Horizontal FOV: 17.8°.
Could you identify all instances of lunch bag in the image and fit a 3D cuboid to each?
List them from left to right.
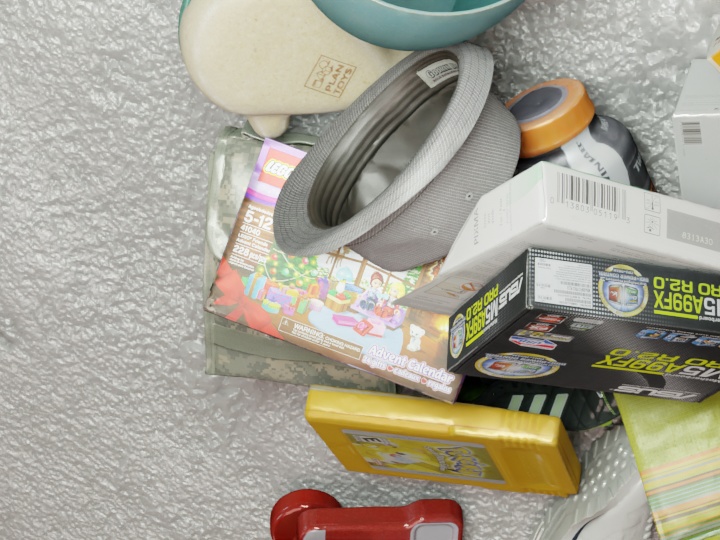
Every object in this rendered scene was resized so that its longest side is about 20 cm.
[{"bbox_3d":[-0.035,-0.014,1.781,0.163,0.118,0.201,7,123,9],"label":"lunch bag"}]

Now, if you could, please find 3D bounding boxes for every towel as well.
[{"bbox_3d":[0.241,0.115,1.736,0.086,0.201,0.018,-21,160,12],"label":"towel"}]

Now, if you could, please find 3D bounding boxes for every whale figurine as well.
[{"bbox_3d":[-0.038,-0.171,1.698,0.199,0.104,0.159,18,118,-22],"label":"whale figurine"}]

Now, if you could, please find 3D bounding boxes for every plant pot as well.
[{"bbox_3d":[0.033,-0.230,1.575,0.199,0.201,0.135,26,155,1],"label":"plant pot"}]

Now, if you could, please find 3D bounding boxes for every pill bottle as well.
[{"bbox_3d":[0.168,-0.041,1.692,0.106,0.106,0.200,-13,119,28],"label":"pill bottle"}]

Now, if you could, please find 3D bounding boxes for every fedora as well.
[{"bbox_3d":[0.039,-0.066,1.615,0.090,0.177,0.200,39,101,-24],"label":"fedora"}]

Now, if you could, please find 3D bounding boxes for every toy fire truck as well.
[{"bbox_3d":[0.006,0.281,1.989,0.167,0.112,0.201,0,126,-2],"label":"toy fire truck"}]

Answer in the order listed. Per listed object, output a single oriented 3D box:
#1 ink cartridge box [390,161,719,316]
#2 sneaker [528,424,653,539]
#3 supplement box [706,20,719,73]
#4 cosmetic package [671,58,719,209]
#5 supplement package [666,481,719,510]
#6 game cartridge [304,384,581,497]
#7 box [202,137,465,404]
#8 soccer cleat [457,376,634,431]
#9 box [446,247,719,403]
[{"bbox_3d":[0.137,-0.008,1.589,0.160,0.050,0.200,13,160,-27],"label":"ink cartridge box"},{"bbox_3d":[0.208,0.200,1.879,0.080,0.077,0.200,22,134,-11],"label":"sneaker"},{"bbox_3d":[0.354,-0.128,1.582,0.200,0.074,0.126,42,127,-11],"label":"supplement box"},{"bbox_3d":[0.266,-0.047,1.668,0.050,0.083,0.201,-1,124,18],"label":"cosmetic package"},{"bbox_3d":[0.314,0.221,1.814,0.121,0.120,0.201,3,124,19],"label":"supplement package"},{"bbox_3d":[0.070,0.139,1.825,0.199,0.033,0.176,8,163,15],"label":"game cartridge"},{"bbox_3d":[0.000,0.000,1.695,0.199,0.039,0.137,20,91,5],"label":"box"},{"bbox_3d":[0.143,0.088,1.814,0.199,0.068,0.081,-15,132,32],"label":"soccer cleat"},{"bbox_3d":[0.179,0.041,1.588,0.199,0.044,0.160,8,159,-16],"label":"box"}]
